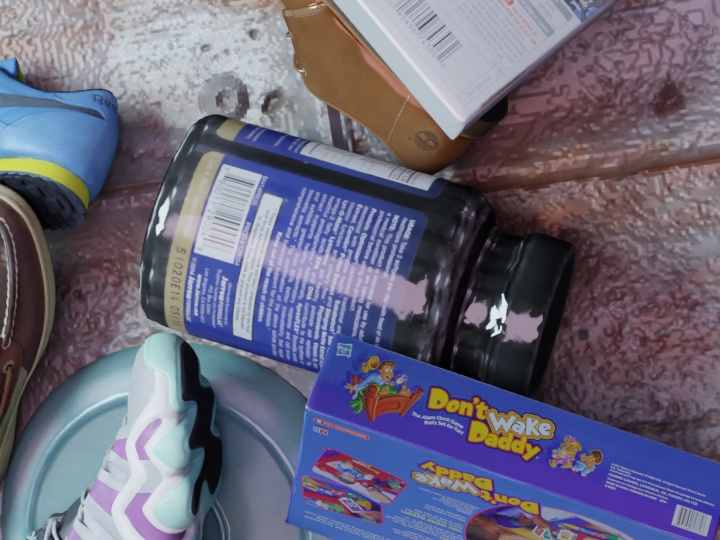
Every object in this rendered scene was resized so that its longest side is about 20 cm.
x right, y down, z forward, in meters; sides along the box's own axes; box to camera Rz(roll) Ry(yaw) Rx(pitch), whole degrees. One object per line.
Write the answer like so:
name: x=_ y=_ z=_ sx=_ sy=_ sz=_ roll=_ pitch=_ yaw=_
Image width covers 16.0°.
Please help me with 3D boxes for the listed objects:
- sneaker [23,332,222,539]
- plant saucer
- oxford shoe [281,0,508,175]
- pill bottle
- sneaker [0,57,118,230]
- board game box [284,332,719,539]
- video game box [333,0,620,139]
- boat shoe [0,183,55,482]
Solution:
sneaker: x=-0.144 y=0.131 z=1.308 sx=0.140 sy=0.078 sz=0.200 roll=0 pitch=96 yaw=11
plant saucer: x=-0.099 y=0.139 z=1.353 sx=0.200 sy=0.027 sz=0.201 roll=1 pitch=97 yaw=11
oxford shoe: x=-0.018 y=-0.127 z=1.288 sx=0.200 sy=0.071 sz=0.071 roll=50 pitch=126 yaw=7
pill bottle: x=0.000 y=0.000 z=1.272 sx=0.200 sy=0.112 sz=0.112 roll=17 pitch=100 yaw=10
sneaker: x=-0.219 y=-0.072 z=1.344 sx=0.200 sy=0.066 sz=0.079 roll=6 pitch=62 yaw=21
board game box: x=0.068 y=0.111 z=1.252 sx=0.200 sy=0.135 sz=0.045 roll=19 pitch=60 yaw=4
video game box: x=0.051 y=-0.196 z=1.240 sx=0.182 sy=0.047 sz=0.200 roll=-39 pitch=87 yaw=-9
boat shoe: x=-0.208 y=0.051 z=1.316 sx=0.072 sy=0.072 sz=0.200 roll=20 pitch=118 yaw=7
